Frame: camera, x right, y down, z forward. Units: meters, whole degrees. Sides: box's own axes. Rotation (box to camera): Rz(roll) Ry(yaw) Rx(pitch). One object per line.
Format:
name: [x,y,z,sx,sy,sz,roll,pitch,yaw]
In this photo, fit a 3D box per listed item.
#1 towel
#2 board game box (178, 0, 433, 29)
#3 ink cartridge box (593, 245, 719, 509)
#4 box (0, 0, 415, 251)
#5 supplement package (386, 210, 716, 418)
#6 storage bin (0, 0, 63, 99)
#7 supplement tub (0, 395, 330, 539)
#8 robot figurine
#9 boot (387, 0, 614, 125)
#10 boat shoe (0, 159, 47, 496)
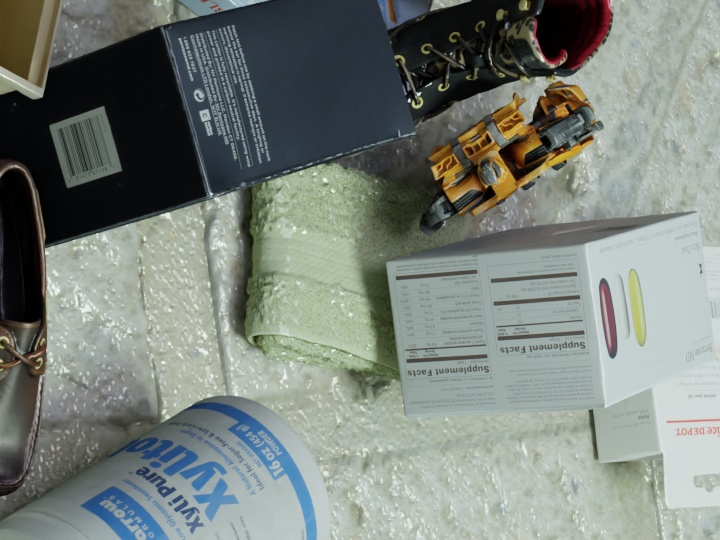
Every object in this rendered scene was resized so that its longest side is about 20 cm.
towel: [0.000,0.000,1.747,0.199,0.036,0.150,15,70,-42]
board game box: [-0.028,-0.229,1.762,0.200,0.041,0.201,35,59,-36]
ink cartridge box: [0.235,0.084,1.940,0.116,0.067,0.202,2,79,-44]
box: [-0.105,-0.094,1.547,0.181,0.199,0.105,-18,93,-45]
supplement package: [0.136,0.029,1.754,0.200,0.155,0.112,-16,99,-60]
storage bin: [-0.271,-0.223,1.484,0.199,0.093,0.200,26,64,-38]
supplement tub: [-0.124,0.170,1.522,0.200,0.131,0.133,-31,103,-45]
robot figurine: [0.103,-0.083,1.764,0.058,0.144,0.200,57,15,2]
boot: [0.068,-0.141,1.704,0.199,0.150,0.074,-29,104,-45]
boat shoe: [-0.219,0.034,1.500,0.070,0.070,0.202,-2,84,-46]
